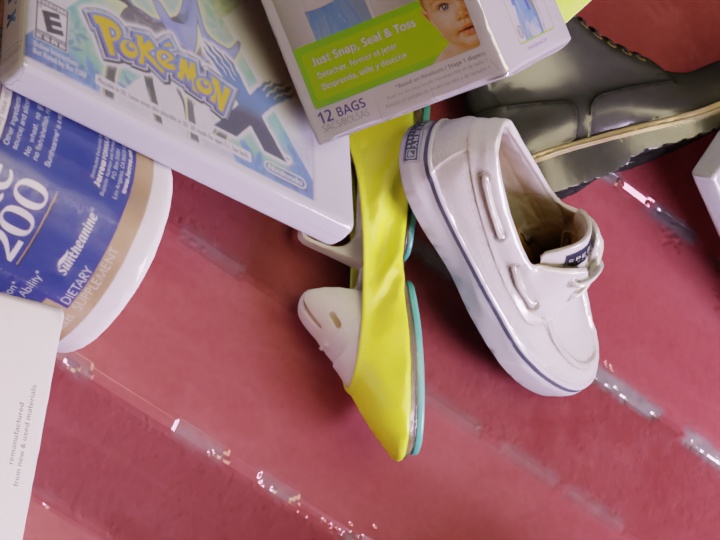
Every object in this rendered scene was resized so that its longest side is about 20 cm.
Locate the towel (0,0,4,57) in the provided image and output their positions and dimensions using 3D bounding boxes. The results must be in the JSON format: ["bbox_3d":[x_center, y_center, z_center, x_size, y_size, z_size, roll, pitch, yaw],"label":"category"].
[{"bbox_3d":[-0.175,-0.168,1.232,0.199,0.022,0.147,10,77,-30],"label":"towel"}]

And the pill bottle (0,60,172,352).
[{"bbox_3d":[-0.197,-0.050,1.148,0.200,0.111,0.111,28,69,-25],"label":"pill bottle"}]

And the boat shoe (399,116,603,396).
[{"bbox_3d":[0.094,-0.007,1.310,0.200,0.070,0.071,58,37,-35],"label":"boat shoe"}]

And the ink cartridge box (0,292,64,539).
[{"bbox_3d":[-0.254,0.059,1.087,0.199,0.128,0.126,15,75,-28],"label":"ink cartridge box"}]

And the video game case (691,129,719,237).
[{"bbox_3d":[0.262,-0.036,1.435,0.143,0.018,0.200,-54,134,-26],"label":"video game case"}]

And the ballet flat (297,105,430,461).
[{"bbox_3d":[0.000,0.000,1.297,0.067,0.067,0.201,4,77,-9],"label":"ballet flat"}]

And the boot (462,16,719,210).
[{"bbox_3d":[0.136,-0.125,1.389,0.200,0.077,0.139,-21,86,-36],"label":"boot"}]

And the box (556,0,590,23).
[{"bbox_3d":[0.110,-0.220,1.321,0.048,0.122,0.201,15,56,-26],"label":"box"}]

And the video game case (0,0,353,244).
[{"bbox_3d":[-0.086,-0.124,1.211,0.200,0.022,0.183,26,45,-33],"label":"video game case"}]

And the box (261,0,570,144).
[{"bbox_3d":[0.006,-0.180,1.217,0.101,0.112,0.201,-32,102,-63],"label":"box"}]
